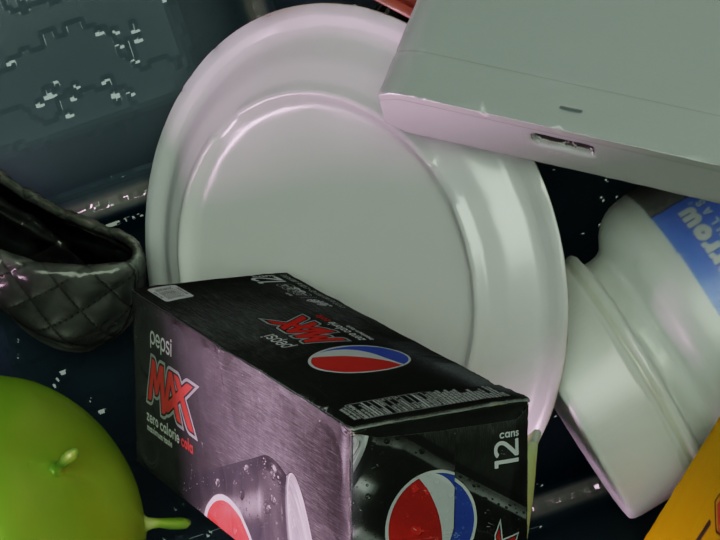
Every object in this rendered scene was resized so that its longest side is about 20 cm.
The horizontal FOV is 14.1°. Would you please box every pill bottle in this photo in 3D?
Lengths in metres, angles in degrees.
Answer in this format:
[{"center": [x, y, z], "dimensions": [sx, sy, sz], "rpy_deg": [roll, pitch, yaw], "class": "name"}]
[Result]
[{"center": [0.159, 0.000, 1.066], "dimensions": [0.200, 0.114, 0.114], "rpy_deg": [-31, 83, -2], "class": "pill bottle"}]

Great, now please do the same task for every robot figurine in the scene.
[{"center": [-0.165, 0.107, 1.050], "dimensions": [0.200, 0.175, 0.116], "rpy_deg": [-20, 61, 22], "class": "robot figurine"}]

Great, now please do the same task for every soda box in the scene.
[{"center": [-0.015, 0.055, 0.970], "dimensions": [0.063, 0.200, 0.071], "rpy_deg": [-6, 104, -22], "class": "soda box"}]

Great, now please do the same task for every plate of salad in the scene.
[{"center": [0.000, 0.000, 1.071], "dimensions": [0.200, 0.048, 0.200], "rpy_deg": [11, 108, 37], "class": "plate of salad"}]

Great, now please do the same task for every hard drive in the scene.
[{"center": [0.102, -0.123, 1.015], "dimensions": [0.132, 0.026, 0.200], "rpy_deg": [14, 62, 16], "class": "hard drive"}]

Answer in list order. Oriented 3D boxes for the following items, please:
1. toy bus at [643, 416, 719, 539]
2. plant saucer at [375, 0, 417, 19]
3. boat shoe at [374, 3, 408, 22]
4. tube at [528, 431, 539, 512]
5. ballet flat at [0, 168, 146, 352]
[{"center": [0.141, 0.109, 1.019], "dimensions": [0.065, 0.200, 0.078], "rpy_deg": [6, 43, -22], "class": "toy bus"}, {"center": [0.056, -0.167, 1.085], "dimensions": [0.200, 0.037, 0.200], "rpy_deg": [31, 69, 24], "class": "plant saucer"}, {"center": [0.099, -0.108, 1.106], "dimensions": [0.200, 0.068, 0.072], "rpy_deg": [-18, 81, -1], "class": "boat shoe"}, {"center": [0.021, 0.143, 0.953], "dimensions": [0.058, 0.052, 0.200], "rpy_deg": [-7, 39, 23], "class": "tube"}, {"center": [-0.167, -0.040, 1.105], "dimensions": [0.200, 0.066, 0.057], "rpy_deg": [31, 131, -1], "class": "ballet flat"}]
